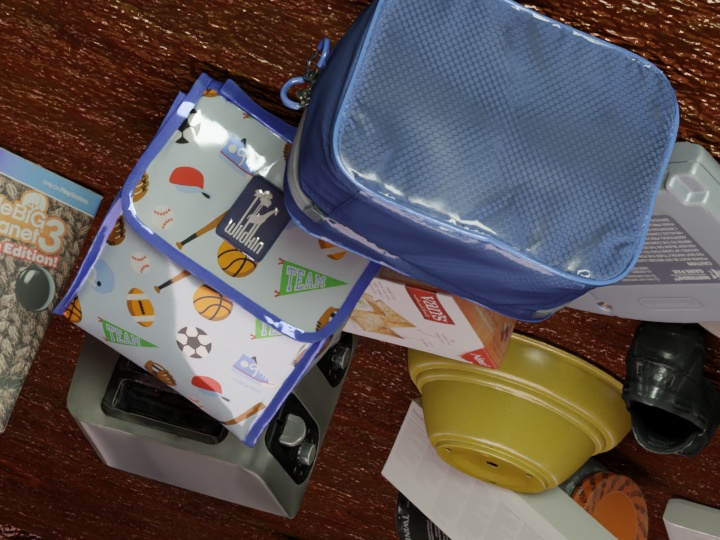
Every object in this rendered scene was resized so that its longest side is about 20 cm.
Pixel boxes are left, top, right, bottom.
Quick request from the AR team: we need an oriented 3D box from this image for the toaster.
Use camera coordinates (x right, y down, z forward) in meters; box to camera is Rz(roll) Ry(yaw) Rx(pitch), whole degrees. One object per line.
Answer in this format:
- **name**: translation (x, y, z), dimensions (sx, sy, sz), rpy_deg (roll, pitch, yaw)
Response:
- **toaster**: translation (-0.114, 0.069, 1.744), dimensions (0.199, 0.181, 0.119), rpy_deg (15, 159, 16)

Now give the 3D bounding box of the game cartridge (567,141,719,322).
- **game cartridge**: translation (0.164, -0.019, 1.360), dimensions (0.200, 0.041, 0.133), rpy_deg (-1, 139, 52)

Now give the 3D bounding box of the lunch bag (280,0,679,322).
- **lunch bag**: translation (0.052, -0.062, 1.222), dimensions (0.200, 0.136, 0.132), rpy_deg (25, 162, -7)

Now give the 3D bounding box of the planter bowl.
- **planter bowl**: translation (0.113, 0.117, 1.777), dimensions (0.200, 0.084, 0.200), rpy_deg (20, 163, 6)

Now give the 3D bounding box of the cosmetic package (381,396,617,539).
- **cosmetic package**: translation (0.111, 0.189, 1.861), dimensions (0.051, 0.083, 0.200), rpy_deg (-17, -131, -44)

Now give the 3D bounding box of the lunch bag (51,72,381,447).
- **lunch bag**: translation (-0.080, -0.011, 1.481), dimensions (0.170, 0.124, 0.200), rpy_deg (35, 127, -2)

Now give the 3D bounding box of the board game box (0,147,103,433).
- **board game box**: translation (-0.312, 0.007, 1.744), dimensions (0.159, 0.201, 0.097), rpy_deg (25, 161, -15)

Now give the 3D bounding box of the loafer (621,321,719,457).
- **loafer**: translation (0.214, 0.097, 1.619), dimensions (0.068, 0.071, 0.201), rpy_deg (16, 162, 17)

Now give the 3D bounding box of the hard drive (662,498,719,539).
- **hard drive**: translation (0.340, 0.257, 2.026), dimensions (0.132, 0.027, 0.200), rpy_deg (15, 161, 19)

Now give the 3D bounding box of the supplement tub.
- **supplement tub**: translation (0.138, 0.210, 1.961), dimensions (0.200, 0.123, 0.122), rpy_deg (5, 157, 43)

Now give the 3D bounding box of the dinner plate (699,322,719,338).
- **dinner plate**: translation (0.268, 0.028, 1.433), dimensions (0.200, 0.024, 0.200), rpy_deg (20, 162, 7)

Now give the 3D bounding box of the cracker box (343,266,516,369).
- **cracker box**: translation (0.000, 0.000, 1.601), dimensions (0.199, 0.058, 0.134), rpy_deg (13, 161, 24)
